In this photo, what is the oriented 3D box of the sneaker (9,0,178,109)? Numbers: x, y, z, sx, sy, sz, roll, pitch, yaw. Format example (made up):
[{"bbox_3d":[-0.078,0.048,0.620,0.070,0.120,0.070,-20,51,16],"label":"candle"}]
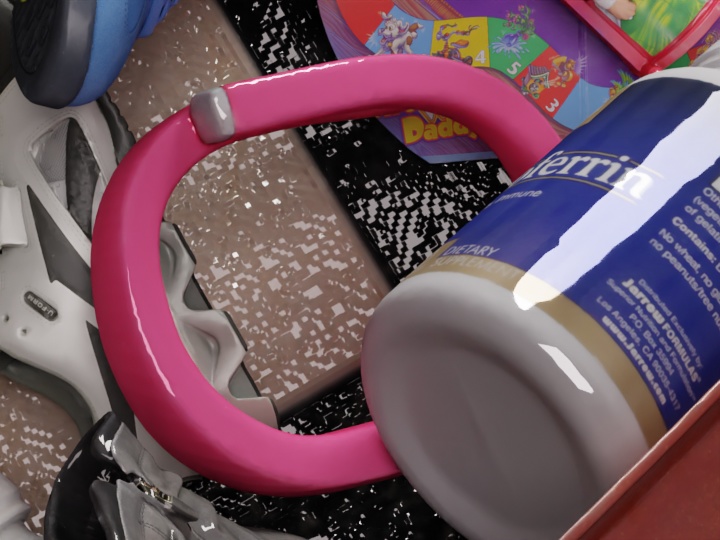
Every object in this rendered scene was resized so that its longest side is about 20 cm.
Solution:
[{"bbox_3d":[-0.074,-0.119,0.946,0.078,0.066,0.200,21,35,-16],"label":"sneaker"}]

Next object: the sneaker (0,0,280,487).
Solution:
[{"bbox_3d":[-0.113,-0.010,0.953,0.088,0.074,0.200,-27,82,-15],"label":"sneaker"}]

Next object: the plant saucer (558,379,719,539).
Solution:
[{"bbox_3d":[0.159,0.113,0.859,0.200,0.037,0.200,-41,102,-28],"label":"plant saucer"}]

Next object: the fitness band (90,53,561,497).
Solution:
[{"bbox_3d":[0.000,0.000,0.946,0.200,0.037,0.144,-13,87,-36],"label":"fitness band"}]

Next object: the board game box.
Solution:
[{"bbox_3d":[0.083,-0.116,0.988,0.199,0.039,0.159,-4,104,-9],"label":"board game box"}]

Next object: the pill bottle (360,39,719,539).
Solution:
[{"bbox_3d":[0.102,0.002,0.929,0.116,0.116,0.200,47,56,4],"label":"pill bottle"}]

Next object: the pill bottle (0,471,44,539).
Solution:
[{"bbox_3d":[-0.098,0.160,0.895,0.114,0.114,0.200,-41,86,-15],"label":"pill bottle"}]

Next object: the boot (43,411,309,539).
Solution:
[{"bbox_3d":[-0.034,0.130,0.829,0.132,0.200,0.070,33,100,-29],"label":"boot"}]
